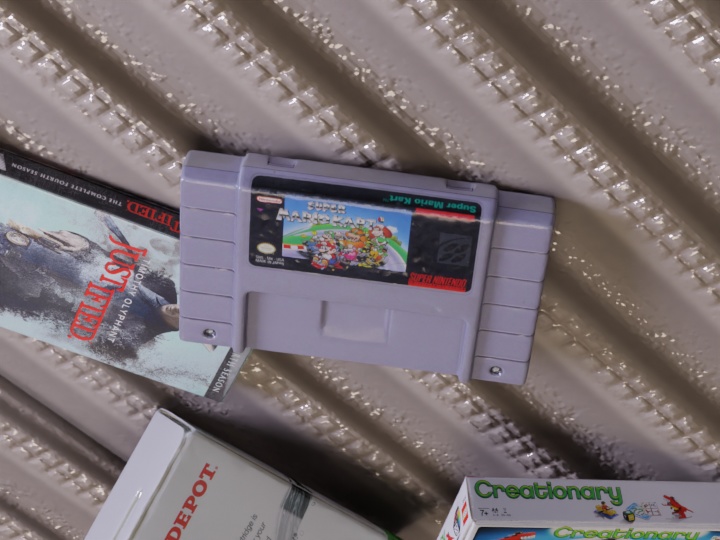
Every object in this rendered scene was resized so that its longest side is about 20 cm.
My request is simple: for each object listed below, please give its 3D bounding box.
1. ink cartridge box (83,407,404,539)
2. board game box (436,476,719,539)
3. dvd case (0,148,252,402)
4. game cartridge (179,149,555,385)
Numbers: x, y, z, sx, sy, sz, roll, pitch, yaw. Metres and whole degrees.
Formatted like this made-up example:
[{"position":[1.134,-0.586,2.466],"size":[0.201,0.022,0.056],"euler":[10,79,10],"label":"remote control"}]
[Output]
[{"position":[-0.073,0.198,1.283],"size":[0.199,0.147,0.083],"euler":[32,174,-23],"label":"ink cartridge box"},{"position":[0.146,0.175,1.248],"size":[0.199,0.035,0.127],"euler":[3,143,-13],"label":"board game box"},{"position":[-0.151,0.003,1.172],"size":[0.199,0.022,0.146],"euler":[20,142,-11],"label":"dvd case"},{"position":[0.000,0.000,1.094],"size":[0.199,0.039,0.130],"euler":[7,138,2],"label":"game cartridge"}]
